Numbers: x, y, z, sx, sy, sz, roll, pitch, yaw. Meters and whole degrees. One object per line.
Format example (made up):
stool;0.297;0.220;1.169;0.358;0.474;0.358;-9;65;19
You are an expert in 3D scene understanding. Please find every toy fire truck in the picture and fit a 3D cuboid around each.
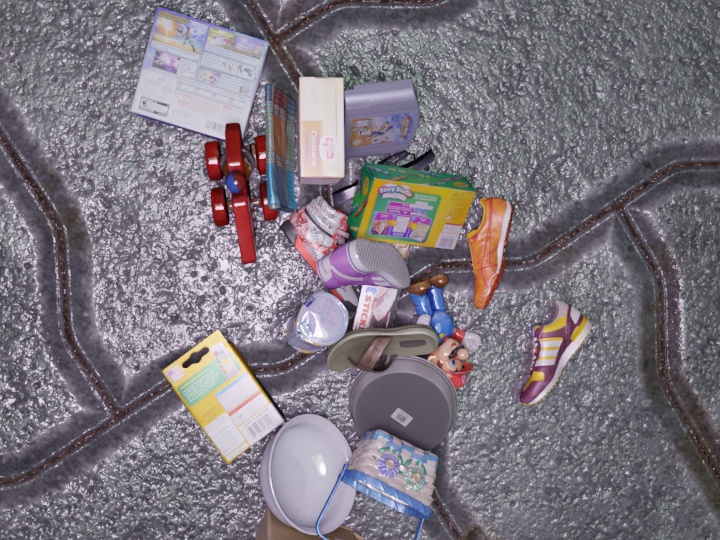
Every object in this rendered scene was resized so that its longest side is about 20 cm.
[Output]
toy fire truck;-0.196;-0.132;1.368;0.110;0.169;0.203;-7;117;-6

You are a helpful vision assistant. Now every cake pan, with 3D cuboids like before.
cake pan;0.074;0.246;1.458;0.196;0.037;0.204;2;113;4

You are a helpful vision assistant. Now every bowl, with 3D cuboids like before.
bowl;-0.106;0.357;1.433;0.199;0.090;0.204;22;58;-40

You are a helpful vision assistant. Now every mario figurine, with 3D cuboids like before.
mario figurine;0.157;0.109;1.466;0.122;0.106;0.203;-17;93;-7

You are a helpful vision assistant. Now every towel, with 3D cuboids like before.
towel;-0.133;-0.201;1.399;0.021;0.147;0.204;0;92;10

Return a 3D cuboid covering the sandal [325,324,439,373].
sandal;0.035;0.138;1.395;0.197;0.058;0.080;-11;136;10

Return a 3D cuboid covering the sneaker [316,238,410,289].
sneaker;0.000;-0.001;1.411;0.113;0.199;0.074;-24;64;28

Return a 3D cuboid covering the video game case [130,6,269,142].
video game case;-0.275;-0.331;1.425;0.197;0.045;0.184;16;92;-7

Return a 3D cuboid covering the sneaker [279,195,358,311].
sneaker;-0.041;-0.034;1.454;0.108;0.067;0.202;-39;94;-1

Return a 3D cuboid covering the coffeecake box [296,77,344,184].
coffeecake box;-0.069;-0.226;1.375;0.072;0.200;0.157;-1;92;-6

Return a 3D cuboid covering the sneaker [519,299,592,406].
sneaker;0.334;0.150;1.509;0.090;0.075;0.201;36;82;1

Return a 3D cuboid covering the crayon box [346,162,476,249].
crayon box;0.087;-0.109;1.422;0.197;0.059;0.120;5;121;-23

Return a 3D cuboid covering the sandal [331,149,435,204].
sandal;0.040;-0.173;1.451;0.197;0.076;0.043;-23;101;-5

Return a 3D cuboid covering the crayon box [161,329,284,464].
crayon box;-0.239;0.217;1.451;0.125;0.052;0.201;-35;97;-4

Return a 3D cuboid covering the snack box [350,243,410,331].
snack box;0.037;0.027;1.487;0.071;0.024;0.204;13;91;-7

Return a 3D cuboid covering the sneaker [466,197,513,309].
sneaker;0.226;-0.031;1.495;0.076;0.073;0.204;10;88;15

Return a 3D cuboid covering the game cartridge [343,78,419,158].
game cartridge;0.032;-0.250;1.389;0.131;0.200;0.042;-4;71;-4

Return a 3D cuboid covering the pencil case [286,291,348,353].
pencil case;-0.076;0.093;1.390;0.083;0.200;0.091;44;77;-1

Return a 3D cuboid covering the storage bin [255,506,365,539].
storage bin;-0.084;0.496;1.408;0.196;0.200;0.095;19;88;-7

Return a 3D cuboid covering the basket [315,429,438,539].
basket;0.033;0.381;1.392;0.174;0.139;0.203;25;74;-9
